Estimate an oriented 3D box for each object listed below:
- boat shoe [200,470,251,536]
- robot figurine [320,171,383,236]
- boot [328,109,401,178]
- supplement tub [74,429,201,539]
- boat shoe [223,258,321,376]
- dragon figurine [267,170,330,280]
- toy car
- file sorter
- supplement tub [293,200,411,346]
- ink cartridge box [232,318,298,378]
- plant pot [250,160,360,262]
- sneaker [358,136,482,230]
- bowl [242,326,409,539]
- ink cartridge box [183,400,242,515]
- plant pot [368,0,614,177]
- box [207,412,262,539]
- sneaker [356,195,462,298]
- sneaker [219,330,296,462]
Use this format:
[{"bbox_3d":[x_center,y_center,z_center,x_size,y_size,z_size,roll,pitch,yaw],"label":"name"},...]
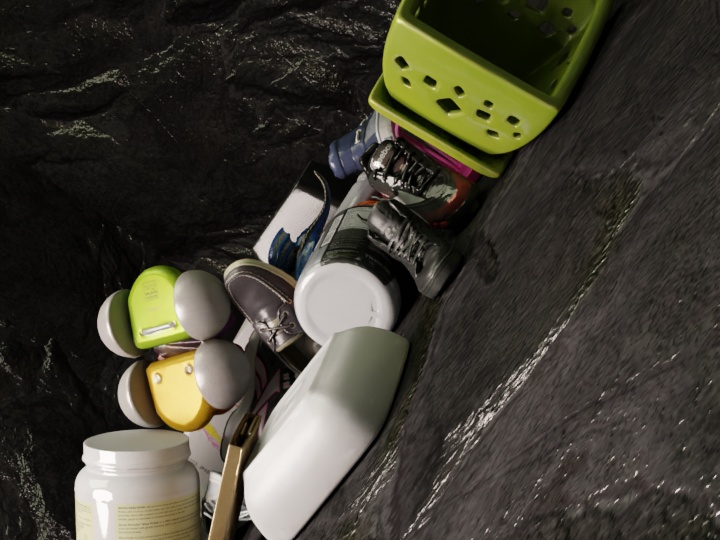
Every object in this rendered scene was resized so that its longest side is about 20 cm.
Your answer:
[{"bbox_3d":[-0.154,0.278,1.503,0.202,0.074,0.065,138,146,-69],"label":"boat shoe"},{"bbox_3d":[0.022,-0.057,1.679,0.200,0.113,0.170,-58,-25,-17],"label":"robot figurine"},{"bbox_3d":[0.007,-0.173,1.667,0.090,0.073,0.200,-17,13,8],"label":"boot"},{"bbox_3d":[-0.258,0.296,1.482,0.145,0.144,0.201,-127,37,-84],"label":"supplement tub"},{"bbox_3d":[-0.083,0.068,1.492,0.072,0.200,0.065,-32,25,22],"label":"boat shoe"},{"bbox_3d":[-0.074,-0.019,1.585,0.099,0.059,0.201,-10,-62,-61],"label":"dragon figurine"},{"bbox_3d":[-0.206,0.088,1.541,0.174,0.201,0.150,-16,1,31],"label":"toy car"},{"bbox_3d":[0.122,-0.206,1.618,0.139,0.125,0.200,-55,6,13],"label":"file sorter"},{"bbox_3d":[0.000,0.000,1.500,0.123,0.122,0.200,-53,6,27],"label":"supplement tub"},{"bbox_3d":[-0.081,0.065,1.787,0.200,0.125,0.129,-53,6,29],"label":"ink cartridge box"},{"bbox_3d":[-0.049,-0.051,1.921,0.200,0.177,0.200,-53,5,19],"label":"plant pot"},{"bbox_3d":[0.062,-0.105,1.478,0.071,0.098,0.200,-53,31,-3],"label":"sneaker"},{"bbox_3d":[-0.041,0.150,1.256,0.200,0.075,0.200,-52,5,28],"label":"bowl"},{"bbox_3d":[-0.167,0.222,1.655,0.200,0.117,0.067,-58,7,-19],"label":"ink cartridge box"},{"bbox_3d":[0.132,-0.235,1.395,0.199,0.199,0.182,-60,0,-33],"label":"plant pot"},{"bbox_3d":[-0.138,0.258,1.306,0.163,0.021,0.201,-83,6,-85],"label":"box"},{"bbox_3d":[0.048,-0.032,1.372,0.060,0.104,0.200,-54,6,8],"label":"sneaker"},{"bbox_3d":[-0.103,0.157,1.598,0.080,0.086,0.201,39,-121,-59],"label":"sneaker"}]
